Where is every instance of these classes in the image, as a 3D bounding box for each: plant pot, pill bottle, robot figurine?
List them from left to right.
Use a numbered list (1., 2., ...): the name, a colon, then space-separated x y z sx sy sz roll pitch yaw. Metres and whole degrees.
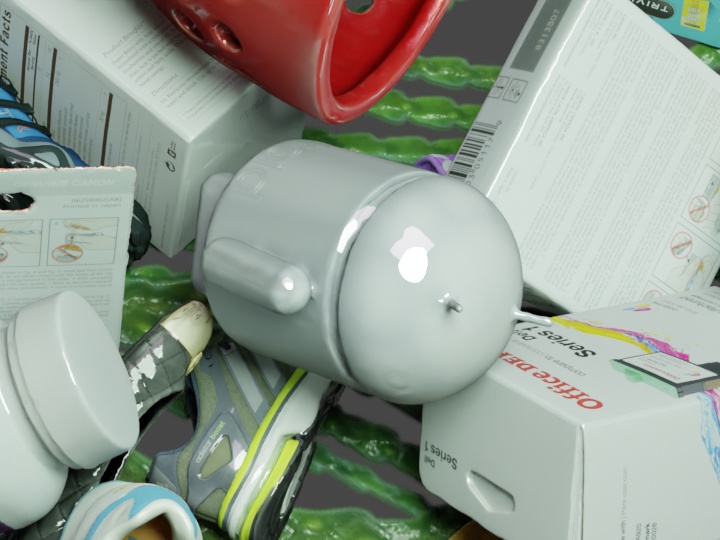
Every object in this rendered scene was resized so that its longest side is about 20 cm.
1. pill bottle: -0.213 0.085 1.131 0.199 0.112 0.113 -24 60 11
2. plant pot: -0.042 -0.203 1.202 0.182 0.201 0.201 29 57 12
3. robot figurine: 0.000 0.000 1.163 0.169 0.114 0.199 -9 19 -44

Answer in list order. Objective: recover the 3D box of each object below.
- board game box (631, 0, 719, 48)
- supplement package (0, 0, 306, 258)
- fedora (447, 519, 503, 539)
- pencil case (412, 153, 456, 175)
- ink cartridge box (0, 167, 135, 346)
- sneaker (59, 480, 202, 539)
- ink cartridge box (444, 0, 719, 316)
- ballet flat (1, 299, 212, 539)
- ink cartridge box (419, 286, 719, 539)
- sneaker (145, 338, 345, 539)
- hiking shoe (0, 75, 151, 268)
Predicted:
1. board game box: 0.174 -0.233 1.498 0.199 0.047 0.152 18 56 1
2. supplement package: -0.137 -0.131 1.328 0.200 0.120 0.121 39 59 14
3. fedora: 0.115 0.189 1.189 0.199 0.082 0.202 5 56 -8
4. pencil case: 0.127 -0.046 1.349 0.199 0.085 0.085 -10 24 -19
5. ink cartridge box: -0.199 0.001 1.172 0.161 0.201 0.057 -2 48 -13
6. sneaker: -0.125 0.199 1.109 0.076 0.081 0.202 13 81 -20
7. ink cartridge box: 0.146 -0.045 1.297 0.200 0.057 0.163 34 81 -37
8. ballet flat: -0.128 0.106 1.190 0.057 0.066 0.201 28 79 11
9. ink cartridge box: 0.149 0.078 1.207 0.199 0.085 0.145 -10 20 -30
10. sneaker: -0.051 0.052 1.256 0.080 0.074 0.201 20 54 7
11. hiking shoe: -0.198 -0.074 1.288 0.199 0.074 0.087 31 44 -15
